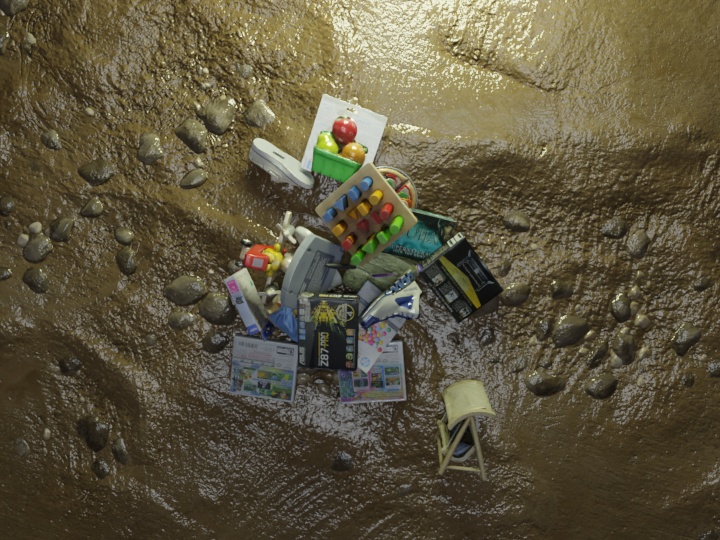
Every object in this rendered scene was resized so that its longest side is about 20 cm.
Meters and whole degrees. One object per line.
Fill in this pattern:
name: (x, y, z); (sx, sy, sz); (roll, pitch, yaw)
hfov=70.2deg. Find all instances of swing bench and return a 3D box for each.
swing bench: (0.284, 0.430, 1.420); (0.128, 0.199, 0.203); (6, 101, 4)

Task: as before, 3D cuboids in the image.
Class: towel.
towel: (0.056, 0.012, 1.441); (0.198, 0.037, 0.150); (21, 103, -1)

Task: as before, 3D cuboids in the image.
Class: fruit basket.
fruit basket: (-0.045, -0.339, 1.363); (0.183, 0.094, 0.203); (19, 93, 0)

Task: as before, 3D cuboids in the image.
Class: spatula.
spatula: (0.000, 0.000, 1.370); (0.197, 0.056, 0.021); (11, 91, -17)

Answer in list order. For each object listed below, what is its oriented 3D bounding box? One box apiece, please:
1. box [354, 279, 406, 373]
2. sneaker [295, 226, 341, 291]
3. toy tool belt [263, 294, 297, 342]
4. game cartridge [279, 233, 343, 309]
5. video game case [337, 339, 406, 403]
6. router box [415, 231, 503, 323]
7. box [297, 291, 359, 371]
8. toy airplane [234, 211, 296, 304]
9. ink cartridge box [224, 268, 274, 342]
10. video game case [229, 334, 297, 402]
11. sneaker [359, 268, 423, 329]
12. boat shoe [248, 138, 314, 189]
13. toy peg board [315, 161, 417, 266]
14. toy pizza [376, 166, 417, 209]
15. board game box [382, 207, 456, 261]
box: (0.015, 0.152, 1.407); (0.155, 0.041, 0.201); (39, 84, -6)
sneaker: (-0.132, -0.028, 1.419); (0.080, 0.070, 0.202); (-34, 96, -21)
toy tool belt: (-0.177, 0.148, 1.440); (0.199, 0.123, 0.125); (38, 108, -3)
game cartridge: (-0.132, 0.009, 1.350); (0.041, 0.132, 0.202); (29, 97, 43)
video game case: (0.031, 0.298, 1.506); (0.197, 0.024, 0.185); (-4, 101, 5)
router box: (0.270, 0.022, 1.396); (0.157, 0.052, 0.200); (-37, 109, 10)
box: (-0.083, 0.159, 1.336); (0.159, 0.049, 0.203); (4, 107, 4)
toy airplane: (-0.224, -0.030, 1.378); (0.140, 0.200, 0.201); (22, 147, 22)
ink cartridge box: (-0.311, 0.100, 1.446); (0.042, 0.119, 0.202); (-24, 98, 8)
video game case: (-0.287, 0.293, 1.532); (0.197, 0.022, 0.185); (8, 101, 2)
sneaker: (0.097, 0.101, 1.360); (0.199, 0.081, 0.115); (-41, 92, -12)
boat shoe: (-0.218, -0.275, 1.399); (0.199, 0.071, 0.070); (33, 129, -6)
toy peg board: (0.006, -0.130, 1.304); (0.199, 0.098, 0.200); (-37, 99, 22)
toy pizza: (0.059, -0.177, 1.371); (0.197, 0.032, 0.203); (-4, 118, -8)
board game box: (0.145, -0.097, 1.383); (0.197, 0.028, 0.137); (12, 115, -9)
